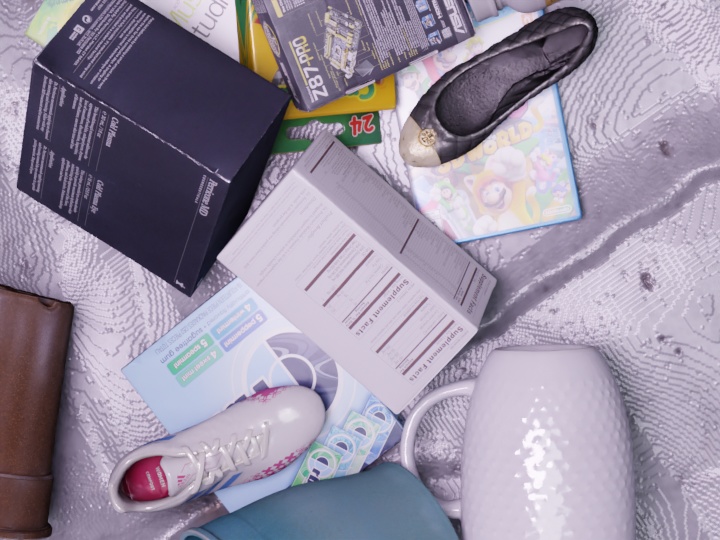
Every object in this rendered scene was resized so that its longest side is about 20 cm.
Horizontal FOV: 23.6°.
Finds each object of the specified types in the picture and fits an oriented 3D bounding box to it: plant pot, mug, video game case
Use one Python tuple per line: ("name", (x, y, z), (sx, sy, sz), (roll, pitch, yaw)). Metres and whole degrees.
("plant pot", (-0.019, 0.259, 1.425), (0.187, 0.200, 0.202), (-27, 92, -23))
("mug", (0.131, 0.153, 1.447), (0.198, 0.148, 0.177), (-1, 91, 13))
("plant pot", (-0.336, 0.107, 1.467), (0.198, 0.200, 0.200), (14, 88, 4))
("video game case", (0.104, -0.130, 1.490), (0.142, 0.018, 0.202), (-11, 93, 6))

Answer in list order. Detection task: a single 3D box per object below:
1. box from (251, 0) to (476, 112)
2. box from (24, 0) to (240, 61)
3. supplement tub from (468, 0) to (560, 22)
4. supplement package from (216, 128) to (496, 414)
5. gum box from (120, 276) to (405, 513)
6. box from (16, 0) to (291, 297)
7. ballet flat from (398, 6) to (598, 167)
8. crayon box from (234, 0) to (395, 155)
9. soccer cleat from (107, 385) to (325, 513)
("box", (-0.014, -0.252, 1.402), (0.160, 0.049, 0.202), (-27, 104, -13))
("box", (-0.172, -0.211, 1.499), (0.199, 0.036, 0.145), (33, 96, 2))
("supplement tub", (0.163, -0.298, 1.409), (0.198, 0.144, 0.146), (-22, 92, 6))
("supplement package", (0.000, 0.000, 1.440), (0.200, 0.114, 0.110), (41, 115, -4))
("gum box", (-0.082, 0.112, 1.510), (0.169, 0.045, 0.201), (-38, 90, 7))
("box", (-0.174, -0.104, 1.418), (0.181, 0.200, 0.104), (33, 59, 2))
("ballet flat", (0.112, -0.157, 1.450), (0.199, 0.057, 0.067), (-37, 89, 7))
("crayon box", (-0.038, -0.200, 1.455), (0.126, 0.051, 0.202), (-8, 100, -16))
("soccer cleat", (-0.122, 0.158, 1.453), (0.198, 0.086, 0.070), (-24, 92, 8))
